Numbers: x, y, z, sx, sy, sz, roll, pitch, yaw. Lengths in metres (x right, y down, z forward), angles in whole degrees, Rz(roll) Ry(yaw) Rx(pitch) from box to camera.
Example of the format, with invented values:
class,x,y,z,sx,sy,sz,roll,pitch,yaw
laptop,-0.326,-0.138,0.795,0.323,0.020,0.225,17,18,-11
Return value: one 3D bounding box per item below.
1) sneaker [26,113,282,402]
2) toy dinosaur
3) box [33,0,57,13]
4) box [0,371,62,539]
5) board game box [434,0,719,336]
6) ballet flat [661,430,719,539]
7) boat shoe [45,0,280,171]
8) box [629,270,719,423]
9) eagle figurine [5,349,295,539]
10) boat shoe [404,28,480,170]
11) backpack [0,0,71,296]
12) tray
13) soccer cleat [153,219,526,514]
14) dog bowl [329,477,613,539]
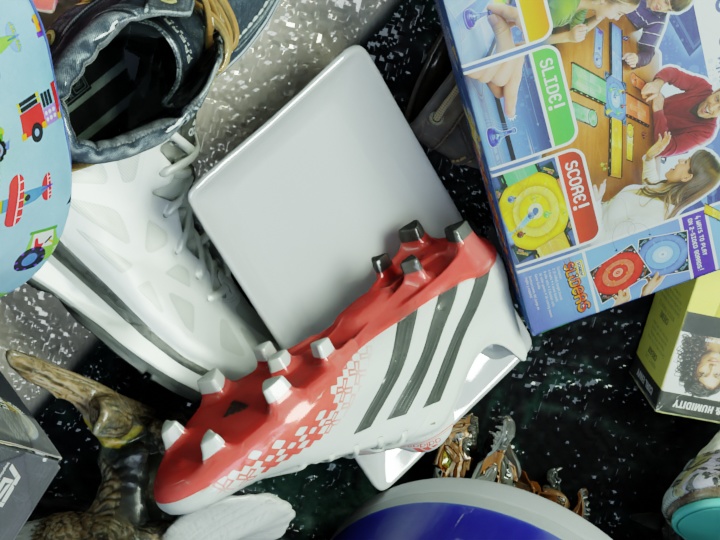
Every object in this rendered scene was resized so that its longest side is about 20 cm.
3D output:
class,x,y,z,sx,sy,sz,roll,pitch,yaw
sneaker,-0.084,-0.023,1.052,0.200,0.076,0.116,35,103,-19
toy dinosaur,0.099,0.160,1.167,0.135,0.103,0.201,-11,130,17
box,-0.211,-0.183,0.951,0.199,0.103,0.095,12,110,-17
box,-0.227,0.111,1.032,0.049,0.161,0.201,22,106,-41
board game box,0.112,-0.079,1.020,0.134,0.035,0.201,-18,124,-2
ballet flat,0.187,0.111,1.129,0.072,0.072,0.200,-33,150,3
boat shoe,-0.075,-0.097,0.967,0.200,0.091,0.071,-45,113,-33
box,0.194,-0.026,1.120,0.075,0.050,0.201,11,109,-15
eagle figurine,-0.131,0.153,1.079,0.151,0.151,0.201,20,84,-12
boat shoe,0.072,-0.135,1.040,0.073,0.075,0.201,13,107,-16
backpack,-0.214,-0.045,0.859,0.198,0.135,0.184,-4,109,17
tray,0.000,0.000,1.080,0.107,0.022,0.201,-42,127,-13
soccer cleat,-0.004,0.057,1.033,0.200,0.068,0.086,-39,113,-29
dog bowl,0.054,0.202,1.113,0.199,0.079,0.201,14,125,21
